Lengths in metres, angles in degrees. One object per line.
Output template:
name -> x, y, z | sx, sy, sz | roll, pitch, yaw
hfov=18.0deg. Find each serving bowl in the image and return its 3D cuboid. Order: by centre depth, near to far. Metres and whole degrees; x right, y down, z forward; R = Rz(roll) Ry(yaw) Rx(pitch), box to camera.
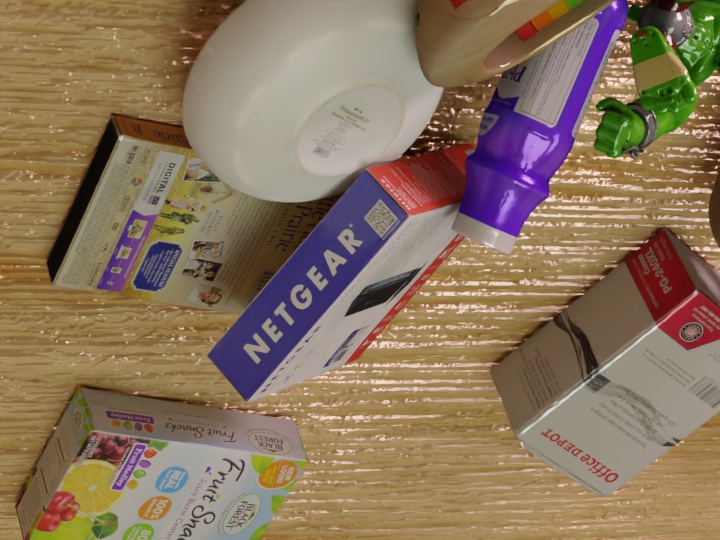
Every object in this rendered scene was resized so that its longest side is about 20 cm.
serving bowl -> -0.021, -0.117, 1.564 | 0.199, 0.066, 0.201 | -20, 143, -16

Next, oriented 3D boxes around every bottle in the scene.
bottle -> 0.124, -0.112, 1.613 | 0.065, 0.084, 0.201 | 23, 93, -10

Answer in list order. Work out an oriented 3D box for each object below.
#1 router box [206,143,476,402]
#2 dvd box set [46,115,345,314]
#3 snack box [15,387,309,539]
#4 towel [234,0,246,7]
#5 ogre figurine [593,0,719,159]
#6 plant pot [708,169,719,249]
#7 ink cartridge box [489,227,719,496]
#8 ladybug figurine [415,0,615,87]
router box -> 0.000, 0.000, 1.683 | 0.200, 0.049, 0.179 | -49, 166, 26
dvd box set -> -0.116, -0.036, 1.680 | 0.199, 0.029, 0.147 | 9, 128, -28
snack box -> -0.162, 0.174, 1.850 | 0.199, 0.053, 0.143 | 11, 128, -31
towel -> -0.017, -0.252, 1.508 | 0.199, 0.037, 0.149 | -30, 135, 7
ogre figurine -> 0.233, -0.173, 1.622 | 0.097, 0.202, 0.120 | 6, 179, 20
plant pot -> 0.358, -0.074, 1.743 | 0.199, 0.201, 0.174 | 5, 148, -26
ink cartridge box -> 0.229, 0.081, 1.895 | 0.200, 0.084, 0.145 | -39, 134, 18
ladybug figurine -> 0.117, -0.198, 1.506 | 0.199, 0.072, 0.136 | -32, 168, 6
